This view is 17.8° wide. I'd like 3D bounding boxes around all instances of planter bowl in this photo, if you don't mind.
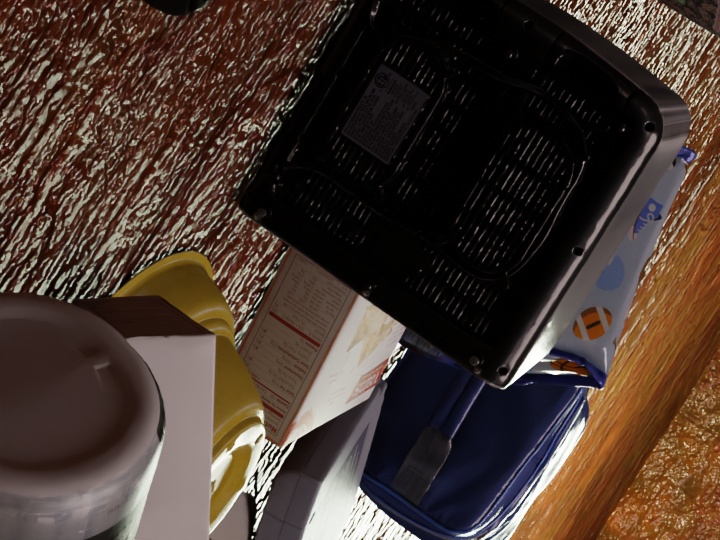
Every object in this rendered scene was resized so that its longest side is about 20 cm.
[{"bbox_3d":[-0.108,0.095,1.209,0.201,0.083,0.201,-51,163,-21],"label":"planter bowl"}]

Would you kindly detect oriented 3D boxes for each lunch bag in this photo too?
[{"bbox_3d":[0.090,0.113,1.761,0.200,0.136,0.132,-55,165,-11],"label":"lunch bag"},{"bbox_3d":[0.107,-0.017,1.496,0.200,0.124,0.170,-3,-118,65],"label":"lunch bag"}]

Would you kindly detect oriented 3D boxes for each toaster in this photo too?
[{"bbox_3d":[0.061,-0.068,1.228,0.200,0.181,0.119,-59,167,15],"label":"toaster"}]

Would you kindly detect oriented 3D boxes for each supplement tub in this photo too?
[{"bbox_3d":[-0.162,0.117,1.010,0.123,0.122,0.200,-41,158,-45],"label":"supplement tub"}]

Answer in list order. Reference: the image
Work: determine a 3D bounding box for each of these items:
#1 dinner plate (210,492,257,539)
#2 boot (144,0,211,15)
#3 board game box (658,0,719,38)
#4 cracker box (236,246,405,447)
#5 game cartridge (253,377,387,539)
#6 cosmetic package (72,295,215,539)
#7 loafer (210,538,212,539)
[{"bbox_3d":[-0.126,0.240,1.569,0.200,0.024,0.200,-52,165,-20],"label":"dinner plate"},{"bbox_3d":[-0.023,-0.198,0.935,0.200,0.068,0.131,-56,172,29],"label":"boot"},{"bbox_3d":[0.187,-0.233,1.229,0.160,0.200,0.097,-51,165,-17],"label":"board game box"},{"bbox_3d":[0.000,0.000,1.401,0.200,0.058,0.134,-62,164,22],"label":"cracker box"},{"bbox_3d":[-0.036,0.167,1.639,0.200,0.041,0.133,104,11,-50],"label":"game cartridge"},{"bbox_3d":[-0.108,0.119,1.101,0.050,0.083,0.201,-2,103,-22],"label":"cosmetic package"},{"bbox_3d":[-0.130,0.195,1.369,0.068,0.070,0.200,-61,164,15],"label":"loafer"}]
